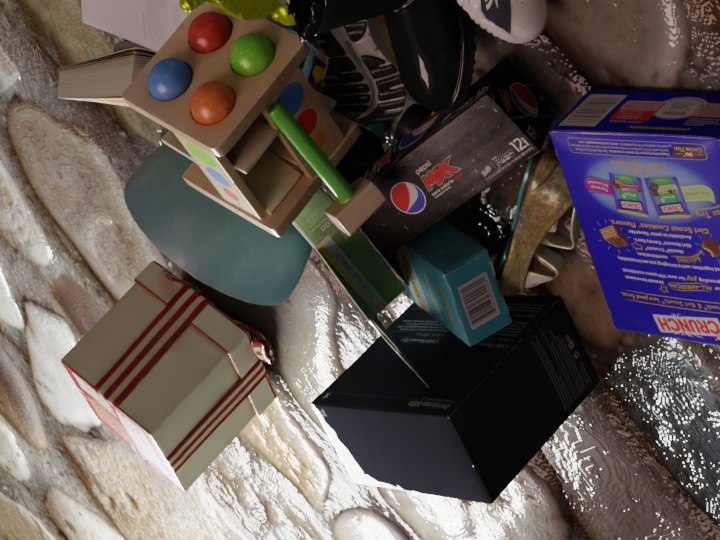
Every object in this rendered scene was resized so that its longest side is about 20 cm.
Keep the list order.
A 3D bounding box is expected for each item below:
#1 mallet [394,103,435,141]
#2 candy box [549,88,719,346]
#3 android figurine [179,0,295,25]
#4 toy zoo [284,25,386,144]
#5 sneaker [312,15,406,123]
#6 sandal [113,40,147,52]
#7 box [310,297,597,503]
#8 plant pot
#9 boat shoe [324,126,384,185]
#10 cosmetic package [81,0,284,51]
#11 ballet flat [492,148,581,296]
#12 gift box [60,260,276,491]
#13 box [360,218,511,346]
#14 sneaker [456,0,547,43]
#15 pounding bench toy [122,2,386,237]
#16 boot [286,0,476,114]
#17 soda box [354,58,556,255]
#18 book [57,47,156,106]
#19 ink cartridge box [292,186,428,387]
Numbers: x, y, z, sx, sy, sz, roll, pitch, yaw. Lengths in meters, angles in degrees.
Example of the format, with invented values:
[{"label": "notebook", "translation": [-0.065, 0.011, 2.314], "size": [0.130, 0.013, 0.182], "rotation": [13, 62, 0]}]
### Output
[{"label": "mallet", "translation": [0.071, -0.178, 1.541], "size": [0.065, 0.041, 0.201], "rotation": [27, 138, 21]}, {"label": "candy box", "translation": [0.262, -0.041, 1.414], "size": [0.168, 0.077, 0.201], "rotation": [8, 129, 44]}, {"label": "android figurine", "translation": [-0.072, -0.280, 1.391], "size": [0.041, 0.199, 0.183], "rotation": [32, 155, 53]}, {"label": "toy zoo", "translation": [-0.054, -0.181, 1.694], "size": [0.200, 0.020, 0.132], "rotation": [41, 146, 13]}, {"label": "sneaker", "translation": [-0.002, -0.213, 1.557], "size": [0.077, 0.091, 0.201], "rotation": [-3, 142, 12]}, {"label": "sandal", "translation": [-0.184, -0.230, 1.761], "size": [0.082, 0.050, 0.202], "rotation": [15, 179, -30]}, {"label": "box", "translation": [0.089, 0.118, 1.683], "size": [0.199, 0.182, 0.105], "rotation": [1, 125, 50]}, {"label": "plant pot", "translation": [-0.116, -0.082, 1.744], "size": [0.200, 0.200, 0.135], "rotation": [41, 111, 11]}, {"label": "boat shoe", "translation": [-0.071, -0.125, 1.643], "size": [0.198, 0.070, 0.066], "rotation": [18, 154, 5]}, {"label": "cosmetic package", "translation": [-0.171, -0.256, 1.651], "size": [0.199, 0.101, 0.072], "rotation": [25, 126, 43]}, {"label": "ballet flat", "translation": [0.159, -0.028, 1.564], "size": [0.071, 0.071, 0.201], "rotation": [38, 146, 16]}, {"label": "gift box", "translation": [-0.209, 0.112, 2.020], "size": [0.184, 0.187, 0.200], "rotation": [36, 160, 22]}, {"label": "box", "translation": [0.065, -0.008, 1.640], "size": [0.200, 0.049, 0.083], "rotation": [39, 154, 59]}, {"label": "sneaker", "translation": [0.120, -0.270, 1.343], "size": [0.129, 0.079, 0.201], "rotation": [6, 119, 57]}, {"label": "pounding bench toy", "translation": [-0.078, -0.125, 1.502], "size": [0.199, 0.125, 0.156], "rotation": [30, 165, 34]}, {"label": "boot", "translation": [0.014, -0.214, 1.408], "size": [0.073, 0.162, 0.200], "rotation": [21, 119, 46]}, {"label": "soda box", "translation": [0.075, -0.097, 1.532], "size": [0.071, 0.063, 0.200], "rotation": [45, 130, -12]}, {"label": "book", "translation": [-0.206, -0.182, 1.752], "size": [0.199, 0.133, 0.049], "rotation": [4, 88, 59]}, {"label": "ink cartridge box", "translation": [0.000, 0.000, 1.603], "size": [0.200, 0.048, 0.146], "rotation": [49, 180, 36]}]
